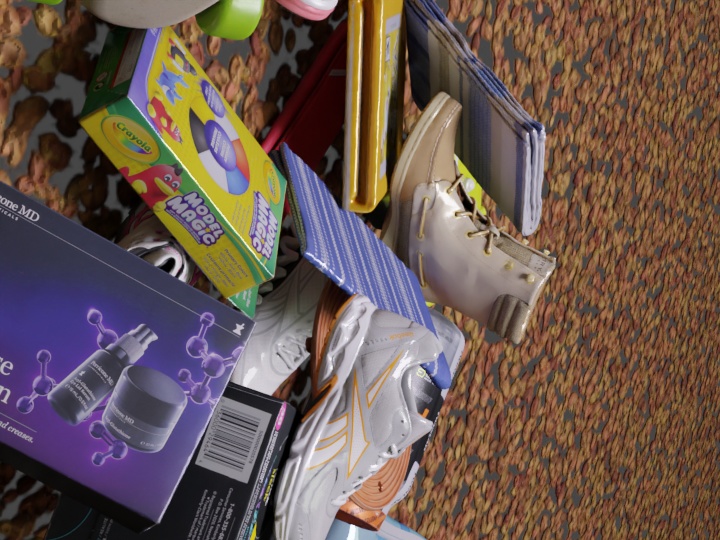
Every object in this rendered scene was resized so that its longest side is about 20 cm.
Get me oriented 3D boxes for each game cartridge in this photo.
[{"bbox_3d":[0.017,-0.153,1.205,0.200,0.032,0.179,-51,144,-74],"label":"game cartridge"}]

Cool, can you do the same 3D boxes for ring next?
[{"bbox_3d":[-0.001,0.096,1.158,0.200,0.019,0.203,-8,90,-68],"label":"ring"}]

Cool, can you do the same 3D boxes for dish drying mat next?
[{"bbox_3d":[-0.046,-0.119,1.205,0.201,0.018,0.077,-60,150,-27],"label":"dish drying mat"}]

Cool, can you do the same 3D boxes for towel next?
[{"bbox_3d":[0.000,0.000,1.120,0.024,0.145,0.200,-35,129,14],"label":"towel"},{"bbox_3d":[0.100,-0.138,1.239,0.024,0.201,0.148,-27,148,-14],"label":"towel"}]

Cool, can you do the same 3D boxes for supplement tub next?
[{"bbox_3d":[0.010,0.129,1.297,0.123,0.121,0.202,44,63,-56],"label":"supplement tub"}]

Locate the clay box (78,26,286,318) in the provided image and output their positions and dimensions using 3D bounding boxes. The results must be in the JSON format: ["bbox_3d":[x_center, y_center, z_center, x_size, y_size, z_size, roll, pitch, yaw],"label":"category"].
[{"bbox_3d":[-0.111,-0.072,0.987,0.200,0.047,0.116,52,26,-33],"label":"clay box"}]

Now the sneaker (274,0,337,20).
[{"bbox_3d":[-0.038,-0.281,1.010,0.073,0.087,0.202,5,58,-44],"label":"sneaker"}]

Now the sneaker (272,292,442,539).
[{"bbox_3d":[0.000,0.123,1.006,0.076,0.091,0.202,41,66,-82],"label":"sneaker"}]

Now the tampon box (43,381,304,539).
[{"bbox_3d":[-0.121,0.155,1.023,0.200,0.125,0.151,60,48,-78],"label":"tampon box"}]

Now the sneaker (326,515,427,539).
[{"bbox_3d":[-0.001,0.307,1.397,0.200,0.079,0.132,40,65,-47],"label":"sneaker"}]

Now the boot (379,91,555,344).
[{"bbox_3d":[0.100,-0.042,1.206,0.073,0.154,0.202,-42,151,-52],"label":"boot"}]

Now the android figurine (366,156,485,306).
[{"bbox_3d":[0.072,-0.054,1.412,0.199,0.041,0.184,-26,123,-51],"label":"android figurine"}]

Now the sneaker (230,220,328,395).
[{"bbox_3d":[-0.055,0.041,1.196,0.201,0.080,0.075,-61,148,-22],"label":"sneaker"}]

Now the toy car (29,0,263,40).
[{"bbox_3d":[-0.127,-0.270,0.897,0.163,0.157,0.203,5,74,-32],"label":"toy car"}]

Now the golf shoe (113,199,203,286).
[{"bbox_3d":[-0.145,-0.002,1.003,0.073,0.091,0.200,58,46,-21],"label":"golf shoe"}]

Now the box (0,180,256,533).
[{"bbox_3d":[-0.186,0.051,0.864,0.142,0.199,0.079,-65,-170,-22],"label":"box"}]
